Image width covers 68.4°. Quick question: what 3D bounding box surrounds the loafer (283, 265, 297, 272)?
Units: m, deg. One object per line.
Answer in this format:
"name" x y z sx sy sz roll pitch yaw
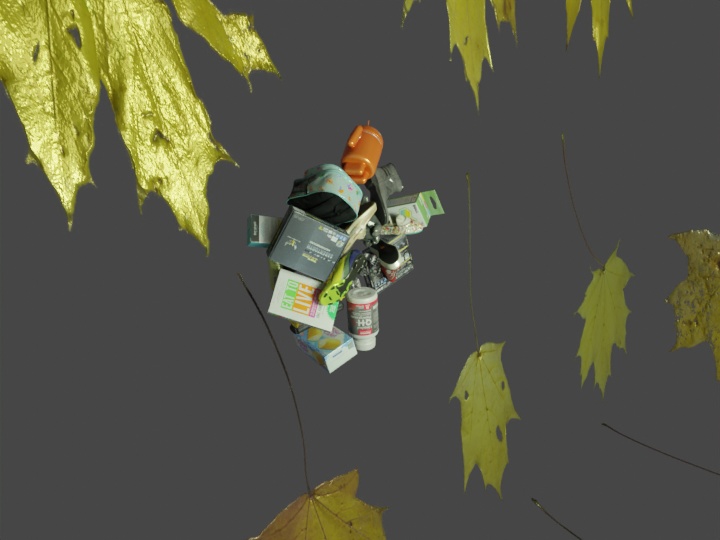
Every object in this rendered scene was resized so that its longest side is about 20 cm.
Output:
"loafer" -0.176 -0.053 1.646 0.073 0.071 0.199 49 44 6

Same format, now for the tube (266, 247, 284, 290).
"tube" -0.254 -0.042 1.611 0.058 0.051 0.204 -48 138 -68

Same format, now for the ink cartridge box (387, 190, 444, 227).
"ink cartridge box" 0.172 -0.198 1.796 0.105 0.197 0.060 59 38 -34

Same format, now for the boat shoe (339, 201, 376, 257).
"boat shoe" -0.017 -0.124 1.611 0.200 0.072 0.065 -47 115 -2

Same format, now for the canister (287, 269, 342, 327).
"canister" -0.143 0.083 1.687 0.198 0.087 0.149 -33 160 -23

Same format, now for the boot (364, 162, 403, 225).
"boot" 0.092 -0.257 1.755 0.130 0.069 0.204 -14 88 -33

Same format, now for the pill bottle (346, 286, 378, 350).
"pill bottle" 0.009 0.170 1.848 0.109 0.110 0.204 -18 115 -33

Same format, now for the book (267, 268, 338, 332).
"book" -0.166 0.092 1.578 0.197 0.048 0.136 18 71 -14

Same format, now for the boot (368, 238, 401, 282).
"boot" 0.103 -0.010 1.744 0.072 0.200 0.146 -29 116 -6

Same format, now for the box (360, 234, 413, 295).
"box" 0.093 -0.031 1.889 0.199 0.049 0.163 -34 124 -25

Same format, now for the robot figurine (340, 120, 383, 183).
"robot figurine" 0.006 -0.364 1.639 0.143 0.116 0.203 32 58 -25

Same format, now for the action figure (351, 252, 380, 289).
"action figure" 0.000 0.000 1.720 0.119 0.200 0.102 -43 95 -12

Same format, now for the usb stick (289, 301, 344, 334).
"usb stick" -0.142 0.153 1.758 0.198 0.055 0.033 -27 122 -29

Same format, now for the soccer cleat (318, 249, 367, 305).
"soccer cleat" -0.060 0.021 1.586 0.201 0.083 0.065 -50 133 -13

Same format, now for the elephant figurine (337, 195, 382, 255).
"elephant figurine" -0.037 -0.126 1.693 0.197 0.156 0.143 -14 144 -36

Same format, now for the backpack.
"backpack" -0.093 -0.221 1.576 0.176 0.198 0.155 42 60 -38

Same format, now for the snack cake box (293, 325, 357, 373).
"snack cake box" -0.115 0.236 1.713 0.114 0.199 0.068 -32 122 -25

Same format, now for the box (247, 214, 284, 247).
"box" -0.231 -0.108 1.553 0.196 0.049 0.084 4 75 -25

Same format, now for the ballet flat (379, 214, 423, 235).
"ballet flat" 0.111 -0.155 1.772 0.076 0.196 0.065 -63 144 -47

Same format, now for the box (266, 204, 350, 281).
"box" -0.149 -0.074 1.520 0.198 0.051 0.159 24 106 -28
